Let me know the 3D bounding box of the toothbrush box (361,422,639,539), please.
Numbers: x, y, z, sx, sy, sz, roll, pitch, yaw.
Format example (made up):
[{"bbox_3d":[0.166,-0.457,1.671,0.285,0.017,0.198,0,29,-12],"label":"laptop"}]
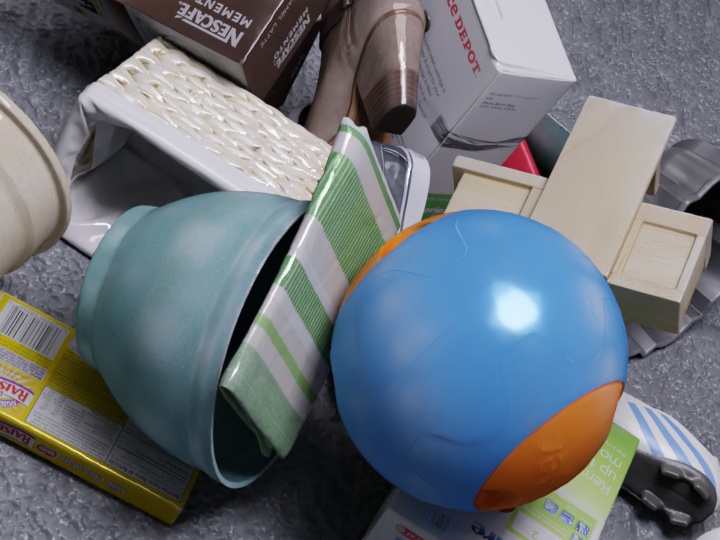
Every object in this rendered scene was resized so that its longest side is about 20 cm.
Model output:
[{"bbox_3d":[0.102,0.170,1.313,0.145,0.086,0.200,33,44,2],"label":"toothbrush box"}]

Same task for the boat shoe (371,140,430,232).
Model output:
[{"bbox_3d":[0.000,0.000,1.362,0.067,0.072,0.202,14,87,-29],"label":"boat shoe"}]

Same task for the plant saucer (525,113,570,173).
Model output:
[{"bbox_3d":[0.176,-0.106,1.594,0.201,0.039,0.201,41,6,-5],"label":"plant saucer"}]

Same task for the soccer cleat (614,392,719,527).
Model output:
[{"bbox_3d":[0.203,0.129,1.432,0.199,0.070,0.086,36,27,1],"label":"soccer cleat"}]

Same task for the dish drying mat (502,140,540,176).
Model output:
[{"bbox_3d":[0.124,-0.045,1.500,0.076,0.018,0.201,-23,69,8],"label":"dish drying mat"}]

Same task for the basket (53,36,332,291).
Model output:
[{"bbox_3d":[-0.125,-0.063,1.363,0.199,0.136,0.124,33,39,2],"label":"basket"}]

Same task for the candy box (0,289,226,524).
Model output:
[{"bbox_3d":[-0.199,0.092,1.253,0.199,0.026,0.103,29,44,-4],"label":"candy box"}]

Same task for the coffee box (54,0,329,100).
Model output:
[{"bbox_3d":[-0.140,-0.229,1.407,0.199,0.080,0.115,29,75,16],"label":"coffee box"}]

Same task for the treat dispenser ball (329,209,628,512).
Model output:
[{"bbox_3d":[0.079,0.059,1.194,0.199,0.201,0.202,16,45,-17],"label":"treat dispenser ball"}]

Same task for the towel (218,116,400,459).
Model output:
[{"bbox_3d":[-0.032,0.015,1.189,0.023,0.153,0.201,20,71,19],"label":"towel"}]

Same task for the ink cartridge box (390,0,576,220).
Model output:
[{"bbox_3d":[0.071,-0.152,1.442,0.083,0.200,0.147,3,56,-33],"label":"ink cartridge box"}]

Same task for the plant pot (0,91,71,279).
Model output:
[{"bbox_3d":[-0.322,-0.017,1.183,0.199,0.201,0.184,29,54,-3],"label":"plant pot"}]

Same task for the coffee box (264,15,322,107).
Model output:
[{"bbox_3d":[-0.135,-0.234,1.525,0.080,0.113,0.200,-27,67,-42],"label":"coffee box"}]

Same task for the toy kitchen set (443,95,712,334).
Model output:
[{"bbox_3d":[0.172,-0.012,1.377,0.198,0.181,0.164,16,55,19],"label":"toy kitchen set"}]

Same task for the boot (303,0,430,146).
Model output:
[{"bbox_3d":[-0.013,-0.149,1.429,0.070,0.200,0.147,16,51,-36],"label":"boot"}]

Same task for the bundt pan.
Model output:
[{"bbox_3d":[0.258,-0.028,1.510,0.201,0.203,0.076,-19,51,-40],"label":"bundt pan"}]

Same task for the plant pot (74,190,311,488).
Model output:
[{"bbox_3d":[-0.110,0.030,1.222,0.133,0.202,0.200,19,40,18],"label":"plant pot"}]

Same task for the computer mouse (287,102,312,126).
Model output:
[{"bbox_3d":[0.019,-0.079,1.527,0.199,0.044,0.110,26,47,-15],"label":"computer mouse"}]

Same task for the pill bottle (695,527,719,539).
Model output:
[{"bbox_3d":[0.310,0.241,1.349,0.199,0.112,0.112,-10,57,-35],"label":"pill bottle"}]
